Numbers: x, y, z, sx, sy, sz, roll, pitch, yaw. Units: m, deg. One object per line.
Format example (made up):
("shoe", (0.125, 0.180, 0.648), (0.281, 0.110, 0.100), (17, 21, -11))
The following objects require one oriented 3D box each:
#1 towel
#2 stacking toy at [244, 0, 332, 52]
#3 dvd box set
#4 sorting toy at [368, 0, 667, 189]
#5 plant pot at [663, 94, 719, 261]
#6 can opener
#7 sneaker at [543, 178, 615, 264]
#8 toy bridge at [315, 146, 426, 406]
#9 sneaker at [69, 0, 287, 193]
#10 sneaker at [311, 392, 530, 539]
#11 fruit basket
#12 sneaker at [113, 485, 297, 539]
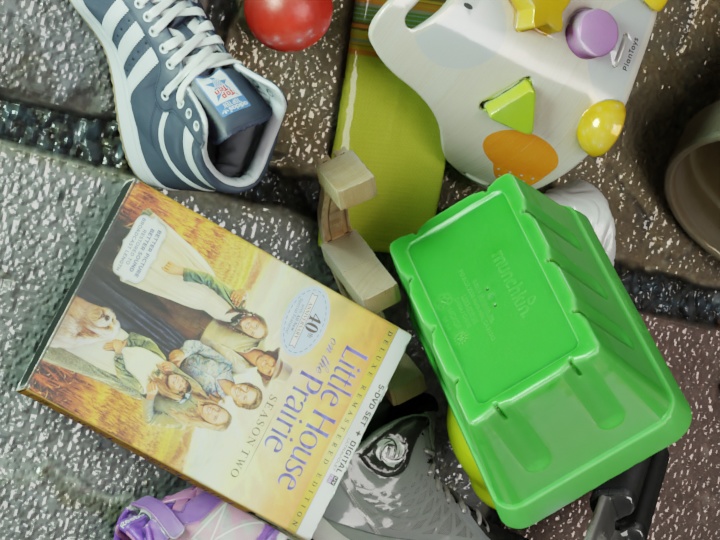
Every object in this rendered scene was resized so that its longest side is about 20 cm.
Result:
("towel", (0.022, -0.110, 1.709), (0.086, 0.018, 0.200), (5, 98, -31))
("stacking toy", (-0.058, -0.225, 1.592), (0.085, 0.085, 0.200), (-30, 123, -28))
("dvd box set", (-0.086, 0.055, 1.607), (0.200, 0.029, 0.146), (30, 78, -14))
("sorting toy", (0.089, -0.167, 1.680), (0.180, 0.107, 0.200), (25, 81, -35))
("plant pot", (0.331, -0.100, 1.846), (0.200, 0.200, 0.174), (44, 56, -34))
("can opener", (0.160, 0.165, 1.810), (0.200, 0.067, 0.053), (-62, 139, -58))
("sneaker", (0.117, 0.042, 1.784), (0.099, 0.078, 0.200), (-8, 96, -28))
("toy bridge", (0.000, 0.000, 1.671), (0.027, 0.067, 0.200), (-27, 136, -12))
("sneaker", (-0.107, -0.135, 1.549), (0.070, 0.108, 0.200), (-29, 116, -29))
("sneaker", (0.051, 0.142, 1.750), (0.200, 0.075, 0.116), (14, 90, -36))
("fruit basket", (0.112, 0.070, 1.674), (0.155, 0.216, 0.216), (-31, 122, 8))
("sneaker", (-0.103, 0.162, 1.642), (0.088, 0.080, 0.200), (43, 75, -27))
